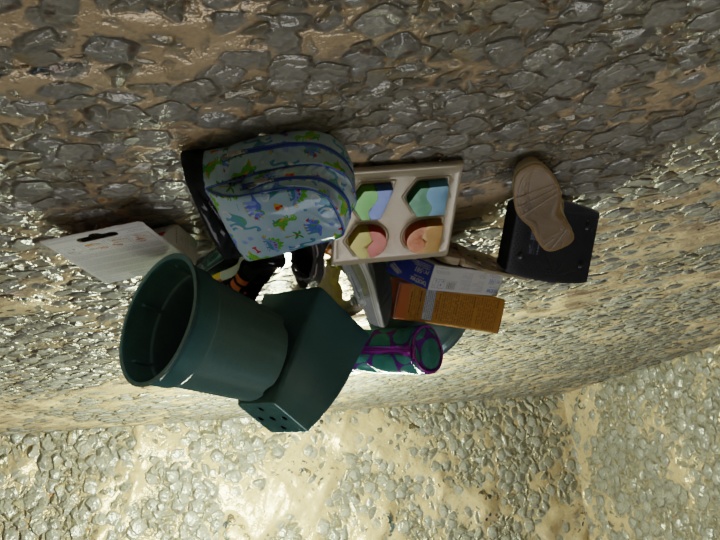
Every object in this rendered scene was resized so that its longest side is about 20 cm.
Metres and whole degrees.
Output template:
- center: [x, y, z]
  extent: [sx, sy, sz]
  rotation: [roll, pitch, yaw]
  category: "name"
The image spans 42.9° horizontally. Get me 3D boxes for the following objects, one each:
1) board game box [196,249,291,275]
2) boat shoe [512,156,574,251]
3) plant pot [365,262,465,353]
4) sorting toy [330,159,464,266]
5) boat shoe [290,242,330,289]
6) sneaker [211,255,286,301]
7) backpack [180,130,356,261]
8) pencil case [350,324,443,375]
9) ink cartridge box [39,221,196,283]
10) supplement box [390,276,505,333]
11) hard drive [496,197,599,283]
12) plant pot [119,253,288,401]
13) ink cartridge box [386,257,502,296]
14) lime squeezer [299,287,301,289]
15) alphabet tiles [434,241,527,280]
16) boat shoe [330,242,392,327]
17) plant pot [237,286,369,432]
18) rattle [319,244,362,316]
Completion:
- center: [-0.195, -0.013, 1.551]
  extent: [0.134, 0.028, 0.199]
  rotation: [4, 160, -37]
  category: "board game box"
- center: [0.266, -0.109, 1.377]
  extent: [0.073, 0.070, 0.200]
  rotation: [-21, 140, 11]
  category: "boat shoe"
- center: [0.086, 0.049, 1.650]
  extent: [0.199, 0.202, 0.134]
  rotation: [-17, 143, 27]
  category: "plant pot"
- center: [0.051, -0.075, 1.328]
  extent: [0.183, 0.037, 0.201]
  rotation: [-5, 139, -11]
  category: "sorting toy"
- center: [-0.086, -0.027, 1.435]
  extent: [0.057, 0.067, 0.201]
  rotation: [-29, 159, -30]
  category: "boat shoe"
- center: [-0.181, 0.031, 1.492]
  extent: [0.069, 0.091, 0.199]
  rotation: [7, 158, -39]
  category: "sneaker"
- center: [-0.102, -0.094, 1.139]
  extent: [0.198, 0.154, 0.164]
  rotation: [-21, 135, -2]
  category: "backpack"
- center: [0.043, 0.138, 1.567]
  extent: [0.199, 0.086, 0.092]
  rotation: [-7, 172, 41]
  category: "pencil case"
- center: [-0.352, -0.043, 1.354]
  extent: [0.159, 0.051, 0.200]
  rotation: [-11, 159, 10]
  category: "ink cartridge box"
- center: [0.141, 0.060, 1.549]
  extent: [0.198, 0.070, 0.066]
  rotation: [8, -175, -18]
  category: "supplement box"
- center: [0.307, -0.051, 1.502]
  extent: [0.199, 0.136, 0.042]
  rotation: [7, -175, -37]
  category: "hard drive"
- center: [-0.228, 0.103, 1.385]
  extent: [0.199, 0.202, 0.195]
  rotation: [-22, 145, 40]
  category: "plant pot"
- center: [0.141, 0.003, 1.507]
  extent: [0.094, 0.045, 0.199]
  rotation: [25, -168, 40]
  category: "ink cartridge box"
- center: [-0.126, 0.076, 1.837]
  extent: [0.037, 0.071, 0.201]
  rotation: [8, 132, -1]
  category: "lime squeezer"
- center: [0.175, -0.022, 1.525]
  extent: [0.199, 0.015, 0.195]
  rotation: [8, -165, -42]
  category: "alphabet tiles"
- center: [-0.001, 0.000, 1.456]
  extent: [0.064, 0.203, 0.075]
  rotation: [-8, -151, 25]
  category: "boat shoe"
- center: [-0.108, 0.155, 1.495]
  extent: [0.140, 0.201, 0.141]
  rotation: [-9, 137, 42]
  category: "plant pot"
- center: [-0.069, 0.034, 1.550]
  extent: [0.200, 0.131, 0.142]
  rotation: [-40, 159, 33]
  category: "rattle"
